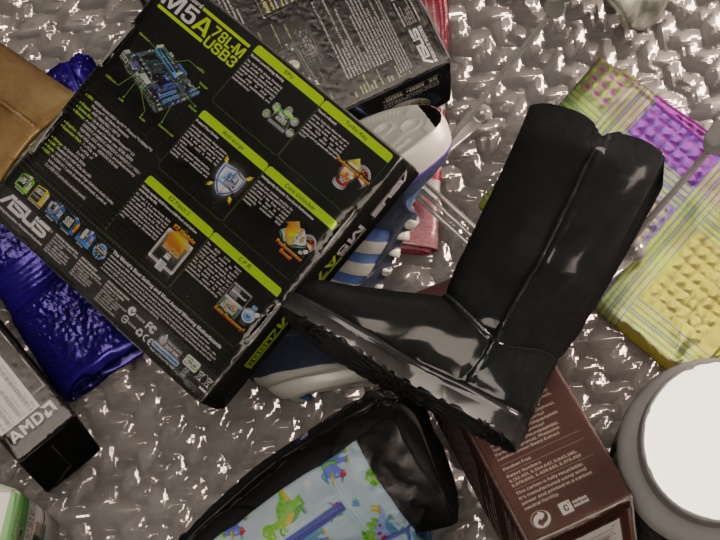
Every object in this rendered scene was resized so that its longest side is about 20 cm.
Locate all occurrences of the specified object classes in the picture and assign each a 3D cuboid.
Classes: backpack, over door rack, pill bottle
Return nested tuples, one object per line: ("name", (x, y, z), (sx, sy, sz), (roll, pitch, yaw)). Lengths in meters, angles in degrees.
("backpack", (-0.034, 0.172, 1.371), (0.200, 0.163, 0.154), (-24, 92, 4))
("over door rack", (0.133, -0.070, 1.411), (0.148, 0.067, 0.200), (42, 118, 8))
("pill bottle", (0.210, 0.116, 1.343), (0.116, 0.200, 0.117), (-1, 78, 3))

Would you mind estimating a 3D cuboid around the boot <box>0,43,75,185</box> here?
("boot", (-0.246, -0.149, 1.464), (0.200, 0.066, 0.175), (37, 93, 31))

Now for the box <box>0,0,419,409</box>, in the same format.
("box", (-0.100, -0.050, 1.362), (0.200, 0.048, 0.193), (40, 90, 19))

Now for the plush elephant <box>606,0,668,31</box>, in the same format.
("plush elephant", (0.156, -0.249, 1.462), (0.165, 0.155, 0.200), (-61, 39, 28))

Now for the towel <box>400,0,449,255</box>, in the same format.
("towel", (-0.015, -0.112, 1.496), (0.144, 0.023, 0.200), (3, 78, 3))

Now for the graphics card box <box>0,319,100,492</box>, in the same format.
("graphics card box", (-0.251, 0.045, 1.420), (0.051, 0.125, 0.200), (-40, 79, -9))

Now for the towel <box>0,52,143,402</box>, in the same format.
("towel", (-0.188, -0.032, 1.473), (0.148, 0.050, 0.200), (-35, 78, -6))

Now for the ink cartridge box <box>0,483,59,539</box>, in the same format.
("ink cartridge box", (-0.247, 0.203, 1.349), (0.084, 0.200, 0.146), (12, 79, 2))

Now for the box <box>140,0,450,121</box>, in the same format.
("box", (-0.054, -0.174, 1.456), (0.164, 0.086, 0.200), (-25, 77, -4))

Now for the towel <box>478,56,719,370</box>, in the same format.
("towel", (0.194, -0.030, 1.468), (0.200, 0.023, 0.144), (39, 83, 11))

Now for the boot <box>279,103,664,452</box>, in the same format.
("boot", (0.069, -0.017, 1.318), (0.165, 0.066, 0.200), (29, 77, 2))

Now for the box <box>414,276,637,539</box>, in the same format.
("box", (0.097, 0.103, 1.365), (0.075, 0.100, 0.200), (-24, 53, -7))

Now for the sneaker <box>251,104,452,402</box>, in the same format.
("sneaker", (0.000, 0.000, 1.427), (0.200, 0.081, 0.147), (-35, 121, 3))
